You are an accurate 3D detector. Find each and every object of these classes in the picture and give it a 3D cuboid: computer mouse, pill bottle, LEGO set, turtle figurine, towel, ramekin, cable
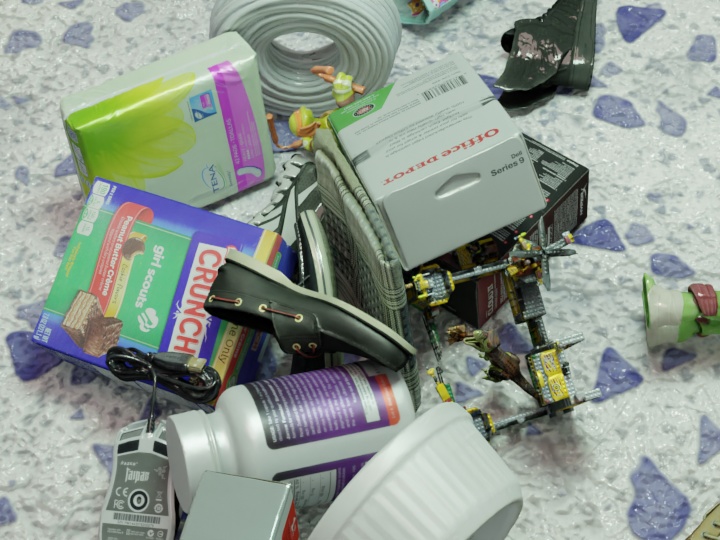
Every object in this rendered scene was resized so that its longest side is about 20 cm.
[{"bbox_3d":[-0.184,0.169,1.522,0.108,0.044,0.202,5,77,14],"label":"computer mouse"},{"bbox_3d":[-0.060,0.145,1.475,0.198,0.112,0.112,-10,49,-17],"label":"pill bottle"},{"bbox_3d":[0.125,0.060,1.521,0.152,0.116,0.202,-6,81,-11],"label":"LEGO set"},{"bbox_3d":[-0.003,-0.144,1.731,0.159,0.200,0.065,3,69,-16],"label":"turtle figurine"},{"bbox_3d":[0.000,0.000,1.569,0.034,0.194,0.201,-19,45,-9],"label":"towel"},{"bbox_3d":[0.351,0.001,1.578,0.192,0.202,0.144,-5,15,7],"label":"turtle figurine"},{"bbox_3d":[0.046,0.211,1.402,0.094,0.203,0.202,41,64,18],"label":"ramekin"},{"bbox_3d":[-0.056,-0.237,1.778,0.198,0.200,0.070,12,54,-14],"label":"cable"}]

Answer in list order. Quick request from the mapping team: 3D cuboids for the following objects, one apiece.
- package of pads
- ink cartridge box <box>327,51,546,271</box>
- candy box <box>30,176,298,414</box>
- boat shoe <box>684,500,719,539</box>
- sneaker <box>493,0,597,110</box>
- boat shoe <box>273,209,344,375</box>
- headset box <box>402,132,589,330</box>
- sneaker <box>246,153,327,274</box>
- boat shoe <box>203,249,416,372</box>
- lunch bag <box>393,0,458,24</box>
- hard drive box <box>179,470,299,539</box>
[{"bbox_3d":[-0.188,-0.129,1.729,0.198,0.156,0.068,-23,43,-16],"label":"package of pads"},{"bbox_3d":[0.067,-0.102,1.592,0.145,0.085,0.200,-25,31,0],"label":"ink cartridge box"},{"bbox_3d":[-0.180,0.026,1.611,0.198,0.077,0.171,17,80,19],"label":"candy box"},{"bbox_3d":[0.311,0.219,1.441,0.075,0.074,0.200,35,61,30],"label":"boat shoe"},{"bbox_3d":[0.198,-0.251,1.853,0.103,0.060,0.201,5,54,4],"label":"sneaker"},{"bbox_3d":[-0.049,0.046,1.576,0.061,0.075,0.202,-4,87,5],"label":"boat shoe"},{"bbox_3d":[0.104,-0.047,1.682,0.148,0.075,0.200,31,59,27],"label":"headset box"},{"bbox_3d":[-0.060,-0.032,1.691,0.090,0.067,0.201,11,50,20],"label":"sneaker"},{"bbox_3d":[-0.044,0.047,1.491,0.200,0.074,0.064,23,77,25],"label":"boat shoe"},{"bbox_3d":[0.060,-0.375,1.933,0.199,0.122,0.170,38,60,22],"label":"lunch bag"},{"bbox_3d":[-0.107,0.287,1.373,0.076,0.157,0.201,7,52,11],"label":"hard drive box"}]
